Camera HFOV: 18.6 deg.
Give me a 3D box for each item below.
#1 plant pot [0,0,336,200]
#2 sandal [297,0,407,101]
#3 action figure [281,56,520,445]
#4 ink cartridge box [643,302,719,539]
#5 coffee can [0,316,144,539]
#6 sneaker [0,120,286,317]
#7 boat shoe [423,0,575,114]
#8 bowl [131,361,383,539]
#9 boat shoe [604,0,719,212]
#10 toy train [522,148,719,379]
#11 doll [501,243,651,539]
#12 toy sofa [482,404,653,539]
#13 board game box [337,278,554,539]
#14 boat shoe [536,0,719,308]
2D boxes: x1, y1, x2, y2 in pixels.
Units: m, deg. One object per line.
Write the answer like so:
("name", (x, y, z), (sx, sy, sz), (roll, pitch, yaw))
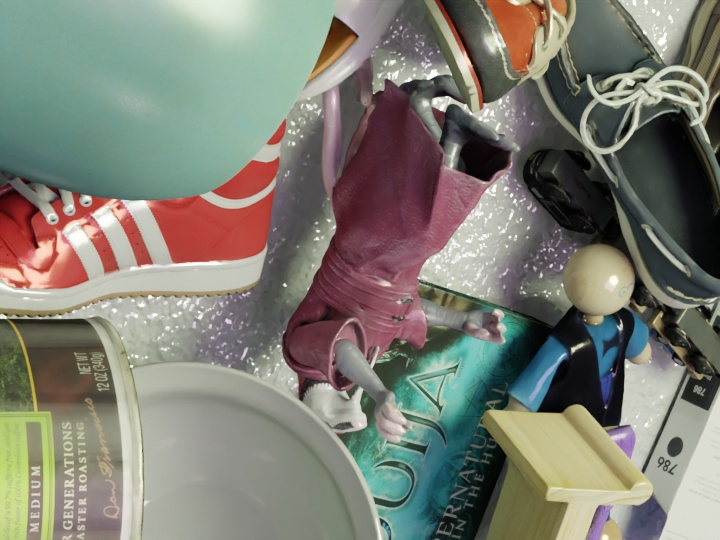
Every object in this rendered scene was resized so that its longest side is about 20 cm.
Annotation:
("plant pot", (-0.107, -0.123, 0.939), (0.161, 0.200, 0.201), (29, 88, -25))
("sandal", (0.000, -0.174, 1.095), (0.059, 0.079, 0.207), (43, 68, -28))
("action figure", (0.000, 0.000, 1.104), (0.200, 0.149, 0.134), (-61, 168, 15))
("ink cartridge box", (0.239, 0.093, 1.359), (0.099, 0.039, 0.201), (24, 89, -37))
("coffee can", (-0.210, 0.092, 0.965), (0.199, 0.146, 0.147), (0, 105, -23))
("sneaker", (-0.121, -0.043, 1.041), (0.199, 0.071, 0.113), (-6, 123, -40))
("boat shoe", (0.072, -0.123, 1.087), (0.062, 0.200, 0.071), (-18, 96, 10))
("bowl", (-0.084, 0.149, 1.100), (0.200, 0.090, 0.202), (-1, 81, 4))
("boat shoe", (0.222, -0.103, 1.264), (0.074, 0.073, 0.200), (35, 84, -36))
("toy train", (0.155, -0.001, 1.268), (0.200, 0.046, 0.034), (47, 71, -32))
("doll", (0.126, 0.073, 1.248), (0.136, 0.048, 0.201), (-29, 131, -41))
("toy sofa", (0.099, 0.179, 1.204), (0.097, 0.083, 0.201), (6, 114, -25))
("board game box", (0.019, 0.106, 1.219), (0.135, 0.028, 0.201), (17, 94, -37))
("boat shoe", (0.150, -0.075, 1.186), (0.075, 0.062, 0.201), (-19, 85, -16))
